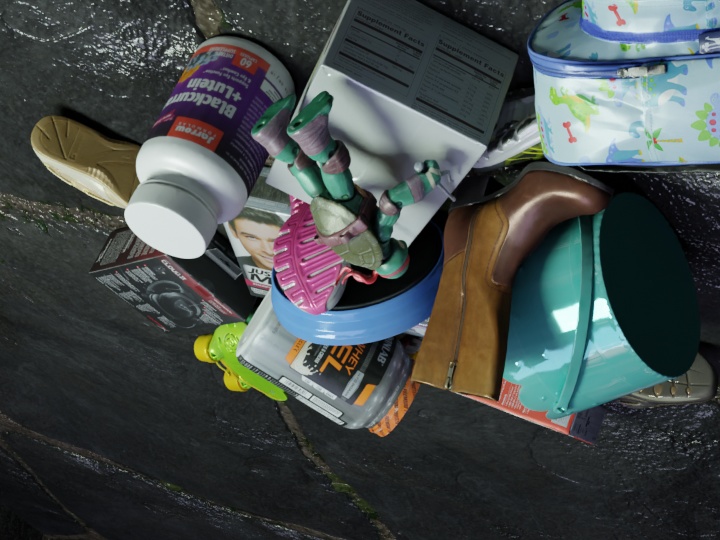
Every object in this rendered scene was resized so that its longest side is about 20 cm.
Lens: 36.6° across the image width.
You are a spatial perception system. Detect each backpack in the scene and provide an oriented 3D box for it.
[{"bbox_3d":[0.217,-0.159,0.750,0.198,0.183,0.148,-2,119,31],"label":"backpack"}]

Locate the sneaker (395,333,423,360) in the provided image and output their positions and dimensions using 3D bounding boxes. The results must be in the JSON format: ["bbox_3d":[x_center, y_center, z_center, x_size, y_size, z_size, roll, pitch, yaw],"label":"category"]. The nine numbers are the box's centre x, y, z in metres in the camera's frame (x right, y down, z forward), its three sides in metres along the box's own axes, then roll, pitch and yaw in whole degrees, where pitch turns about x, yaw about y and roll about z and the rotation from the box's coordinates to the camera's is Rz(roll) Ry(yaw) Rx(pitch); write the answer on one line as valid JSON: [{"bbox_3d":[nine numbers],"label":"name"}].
[{"bbox_3d":[0.073,0.089,1.335,0.075,0.091,0.200,32,150,-18],"label":"sneaker"}]

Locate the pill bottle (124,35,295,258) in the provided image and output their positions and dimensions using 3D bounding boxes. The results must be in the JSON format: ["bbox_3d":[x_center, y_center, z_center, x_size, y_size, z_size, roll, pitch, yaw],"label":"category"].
[{"bbox_3d":[-0.146,-0.116,1.039,0.110,0.201,0.112,16,150,10],"label":"pill bottle"}]

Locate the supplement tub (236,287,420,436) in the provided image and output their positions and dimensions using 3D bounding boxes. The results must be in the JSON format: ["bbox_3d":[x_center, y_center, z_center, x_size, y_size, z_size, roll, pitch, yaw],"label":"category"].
[{"bbox_3d":[-0.034,0.101,1.264,0.199,0.123,0.123,32,150,-9],"label":"supplement tub"}]

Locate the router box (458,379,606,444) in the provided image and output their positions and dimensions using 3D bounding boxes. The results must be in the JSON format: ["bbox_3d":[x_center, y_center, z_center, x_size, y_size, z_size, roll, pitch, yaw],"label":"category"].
[{"bbox_3d":[0.189,0.148,1.297,0.178,0.049,0.200,19,176,23],"label":"router box"}]

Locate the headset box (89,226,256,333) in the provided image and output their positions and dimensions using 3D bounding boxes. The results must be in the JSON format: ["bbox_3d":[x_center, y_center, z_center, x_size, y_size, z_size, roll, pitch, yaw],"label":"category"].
[{"bbox_3d":[-0.234,0.005,1.423,0.199,0.078,0.149,-12,136,44],"label":"headset box"}]

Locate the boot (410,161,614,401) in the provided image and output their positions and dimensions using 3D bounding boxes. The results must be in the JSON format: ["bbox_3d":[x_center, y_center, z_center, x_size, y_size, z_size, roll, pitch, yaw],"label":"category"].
[{"bbox_3d":[0.125,0.012,0.943,0.068,0.202,0.187,26,163,-40],"label":"boot"}]

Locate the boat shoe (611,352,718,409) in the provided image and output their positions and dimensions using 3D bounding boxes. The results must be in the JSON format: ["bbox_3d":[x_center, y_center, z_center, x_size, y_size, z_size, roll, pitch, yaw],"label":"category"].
[{"bbox_3d":[0.320,0.120,1.250,0.199,0.075,0.073,6,158,43],"label":"boat shoe"}]

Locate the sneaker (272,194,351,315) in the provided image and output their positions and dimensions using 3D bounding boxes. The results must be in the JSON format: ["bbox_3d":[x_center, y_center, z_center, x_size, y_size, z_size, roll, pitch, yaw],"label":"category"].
[{"bbox_3d":[-0.033,-0.040,1.104,0.081,0.202,0.088,-11,146,21],"label":"sneaker"}]

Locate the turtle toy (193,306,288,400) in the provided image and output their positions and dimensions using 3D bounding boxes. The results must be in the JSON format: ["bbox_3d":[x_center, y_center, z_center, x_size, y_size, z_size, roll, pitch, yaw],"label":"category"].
[{"bbox_3d":[-0.124,0.114,1.500,0.145,0.102,0.200,-1,144,34],"label":"turtle toy"}]

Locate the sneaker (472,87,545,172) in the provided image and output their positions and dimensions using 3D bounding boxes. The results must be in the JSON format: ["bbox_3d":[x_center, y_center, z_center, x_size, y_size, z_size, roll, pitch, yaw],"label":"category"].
[{"bbox_3d":[0.174,-0.118,0.945,0.084,0.075,0.199,36,148,-24],"label":"sneaker"}]

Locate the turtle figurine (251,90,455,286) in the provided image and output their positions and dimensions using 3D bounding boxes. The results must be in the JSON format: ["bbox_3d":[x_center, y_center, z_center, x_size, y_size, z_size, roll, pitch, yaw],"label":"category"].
[{"bbox_3d":[0.000,-0.060,0.920,0.149,0.101,0.200,-11,131,44],"label":"turtle figurine"}]

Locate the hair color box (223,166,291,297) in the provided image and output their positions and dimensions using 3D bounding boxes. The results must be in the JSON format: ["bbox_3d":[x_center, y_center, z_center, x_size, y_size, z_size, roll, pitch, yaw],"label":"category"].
[{"bbox_3d":[-0.096,-0.037,1.277,0.098,0.061,0.201,13,148,17],"label":"hair color box"}]

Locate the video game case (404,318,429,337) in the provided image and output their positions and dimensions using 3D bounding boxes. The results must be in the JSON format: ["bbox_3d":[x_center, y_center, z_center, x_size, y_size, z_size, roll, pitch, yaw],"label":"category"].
[{"bbox_3d":[0.099,0.064,1.169,0.198,0.019,0.143,11,173,21],"label":"video game case"}]

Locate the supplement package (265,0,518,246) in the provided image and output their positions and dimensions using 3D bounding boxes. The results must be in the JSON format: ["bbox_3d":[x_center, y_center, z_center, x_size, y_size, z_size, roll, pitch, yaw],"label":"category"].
[{"bbox_3d":[0.022,-0.135,0.984,0.155,0.112,0.200,26,150,-7],"label":"supplement package"}]

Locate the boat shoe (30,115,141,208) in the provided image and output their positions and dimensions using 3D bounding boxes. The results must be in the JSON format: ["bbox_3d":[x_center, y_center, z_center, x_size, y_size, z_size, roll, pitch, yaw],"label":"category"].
[{"bbox_3d":[-0.292,-0.115,1.284,0.199,0.074,0.069,30,162,-11],"label":"boat shoe"}]

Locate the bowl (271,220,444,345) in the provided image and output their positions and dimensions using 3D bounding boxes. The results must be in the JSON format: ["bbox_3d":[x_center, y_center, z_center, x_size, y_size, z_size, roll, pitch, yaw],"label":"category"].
[{"bbox_3d":[0.000,0.000,1.140,0.199,0.201,0.040,6,129,27],"label":"bowl"}]

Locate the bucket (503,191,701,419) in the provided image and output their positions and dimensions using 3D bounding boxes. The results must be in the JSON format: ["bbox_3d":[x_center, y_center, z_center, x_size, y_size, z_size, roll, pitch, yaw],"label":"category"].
[{"bbox_3d":[0.219,0.029,1.034,0.134,0.208,0.207,-21,130,40],"label":"bucket"}]
